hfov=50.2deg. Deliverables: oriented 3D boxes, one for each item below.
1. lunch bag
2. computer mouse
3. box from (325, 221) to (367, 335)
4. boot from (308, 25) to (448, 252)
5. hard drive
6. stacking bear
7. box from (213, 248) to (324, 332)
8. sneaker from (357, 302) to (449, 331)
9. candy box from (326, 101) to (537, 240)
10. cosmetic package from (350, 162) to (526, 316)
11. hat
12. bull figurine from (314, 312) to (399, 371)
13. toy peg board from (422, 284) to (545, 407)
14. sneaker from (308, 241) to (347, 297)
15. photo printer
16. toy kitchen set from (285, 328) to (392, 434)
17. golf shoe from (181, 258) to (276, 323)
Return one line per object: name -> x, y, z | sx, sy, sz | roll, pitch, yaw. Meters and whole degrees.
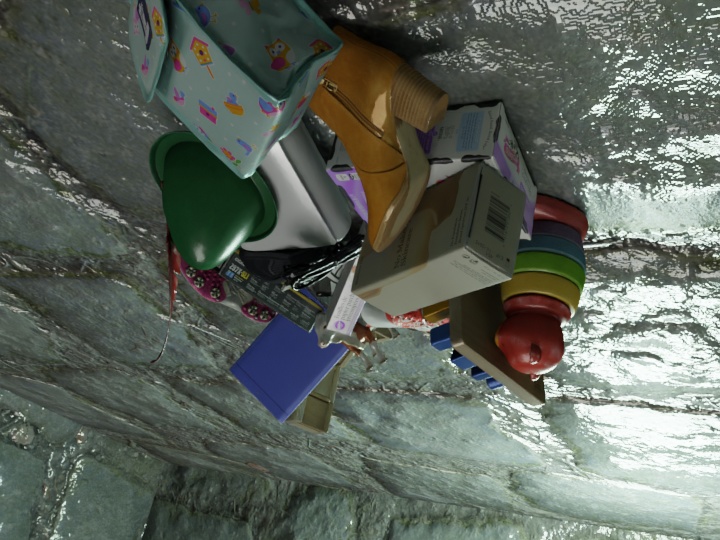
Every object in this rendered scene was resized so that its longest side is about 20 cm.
lunch bag -> -0.136, -0.210, 0.712 | 0.200, 0.122, 0.170 | 42, 154, -5
computer mouse -> -0.087, -0.009, 1.001 | 0.198, 0.137, 0.054 | 10, 120, 51
box -> 0.000, 0.000, 1.062 | 0.038, 0.042, 0.202 | 15, 123, -13
boot -> 0.002, -0.132, 0.783 | 0.143, 0.071, 0.204 | 33, 131, 19
hard drive -> -0.115, 0.143, 1.324 | 0.132, 0.200, 0.025 | 43, -171, 4
stacking bear -> 0.213, 0.027, 0.932 | 0.111, 0.204, 0.122 | 8, 155, 11
box -> -0.168, 0.007, 1.185 | 0.199, 0.050, 0.159 | 38, 174, -39
sneaker -> 0.082, 0.055, 1.188 | 0.106, 0.069, 0.200 | -9, 165, 37
candy box -> 0.086, -0.103, 0.881 | 0.196, 0.073, 0.168 | -1, 151, 28
cosmetic package -> 0.080, -0.027, 0.834 | 0.070, 0.107, 0.199 | 28, 150, -26
hat -> -0.197, -0.024, 0.872 | 0.163, 0.178, 0.201 | -2, 137, 33
bull figurine -> -0.005, 0.091, 1.217 | 0.065, 0.200, 0.122 | -35, 94, 23
toy peg board -> 0.146, 0.059, 1.006 | 0.097, 0.202, 0.199 | -23, 138, 34
sneaker -> -0.057, -0.012, 1.119 | 0.089, 0.067, 0.201 | -23, 151, 1
photo printer -> -0.119, -0.115, 0.927 | 0.163, 0.070, 0.201 | -2, 137, 29
toy kitchen set -> -0.071, 0.162, 1.358 | 0.162, 0.204, 0.179 | 29, 151, -32
golf shoe -> -0.235, 0.025, 1.318 | 0.199, 0.076, 0.091 | 37, 166, -25
